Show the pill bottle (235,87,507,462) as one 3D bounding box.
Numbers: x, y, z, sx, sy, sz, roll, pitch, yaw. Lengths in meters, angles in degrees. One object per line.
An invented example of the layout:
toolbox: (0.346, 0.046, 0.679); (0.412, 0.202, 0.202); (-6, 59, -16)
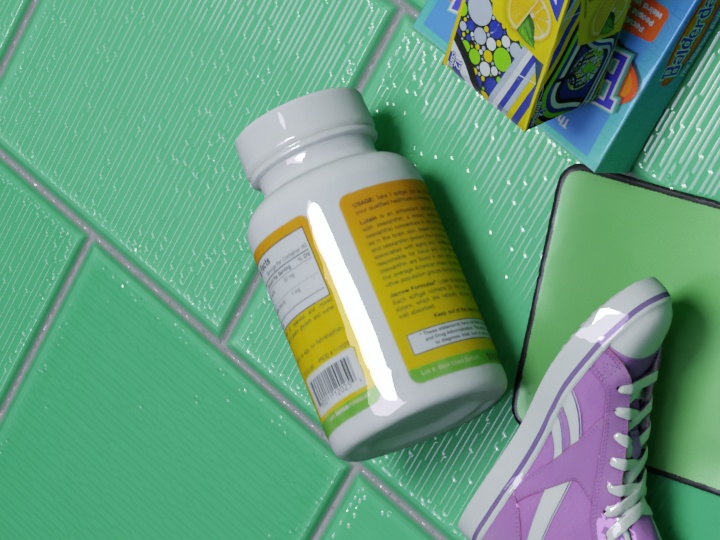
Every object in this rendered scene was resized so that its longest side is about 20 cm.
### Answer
pill bottle: (0.000, 0.000, 1.648); (0.111, 0.111, 0.201); (-30, 75, 31)

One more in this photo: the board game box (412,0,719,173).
board game box: (0.138, -0.179, 1.590); (0.152, 0.045, 0.201); (40, 112, 26)

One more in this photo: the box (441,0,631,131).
box: (0.110, -0.177, 1.501); (0.070, 0.064, 0.201); (41, 137, 26)

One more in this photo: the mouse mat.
mouse mat: (0.182, 0.038, 1.590); (0.199, 0.008, 0.162); (18, 101, 31)

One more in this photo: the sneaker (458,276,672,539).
sneaker: (0.147, 0.106, 1.576); (0.114, 0.073, 0.201); (41, 123, 22)
